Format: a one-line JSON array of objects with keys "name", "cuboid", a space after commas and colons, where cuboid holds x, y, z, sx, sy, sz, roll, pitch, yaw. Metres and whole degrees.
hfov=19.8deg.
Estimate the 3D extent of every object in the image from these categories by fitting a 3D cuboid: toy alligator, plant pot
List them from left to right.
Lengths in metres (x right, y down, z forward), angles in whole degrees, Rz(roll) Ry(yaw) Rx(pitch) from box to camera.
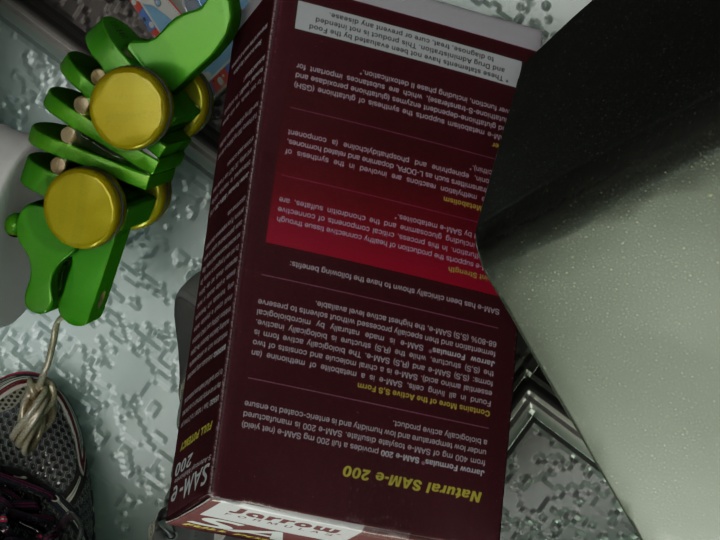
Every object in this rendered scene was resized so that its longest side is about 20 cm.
[{"name": "toy alligator", "cuboid": [-0.108, -0.027, 0.782, 0.054, 0.059, 0.201, 30, 105, 9]}, {"name": "plant pot", "cuboid": [0.151, -0.019, 0.679, 0.177, 0.200, 0.200, -20, 116, 25]}]

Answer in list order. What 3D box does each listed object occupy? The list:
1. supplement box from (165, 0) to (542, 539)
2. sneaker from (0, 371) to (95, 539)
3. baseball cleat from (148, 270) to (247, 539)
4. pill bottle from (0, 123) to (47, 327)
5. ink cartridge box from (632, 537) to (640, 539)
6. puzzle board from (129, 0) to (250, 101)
[{"name": "supplement box", "cuboid": [0.000, 0.000, 0.744, 0.108, 0.061, 0.201, 14, 69, -18]}, {"name": "sneaker", "cuboid": [-0.131, 0.123, 0.794, 0.080, 0.201, 0.075, 19, 136, -23]}, {"name": "baseball cleat", "cuboid": [-0.058, 0.086, 0.776, 0.106, 0.070, 0.201, -12, 54, -18]}, {"name": "pill bottle", "cuboid": [-0.225, -0.039, 0.831, 0.199, 0.109, 0.110, 15, 98, 13]}, {"name": "ink cartridge box", "cuboid": [0.092, 0.205, 0.727, 0.199, 0.041, 0.200, -28, 72, 21]}, {"name": "puzzle board", "cuboid": [-0.078, -0.181, 0.792, 0.200, 0.017, 0.151, 56, 136, 4]}]
